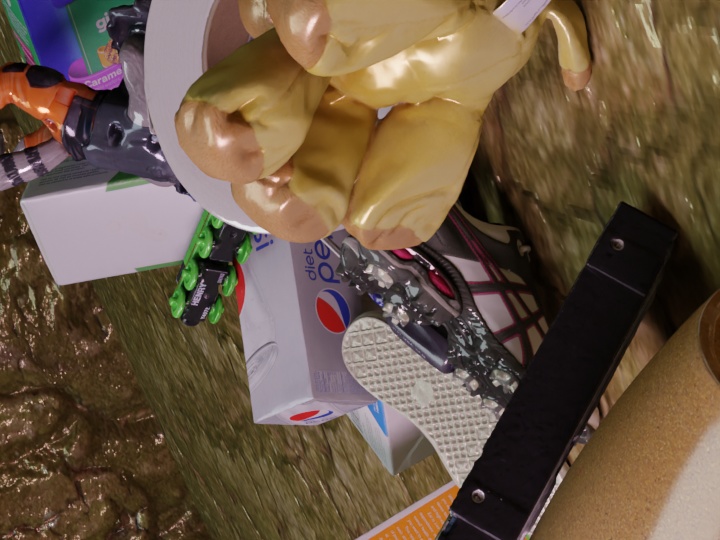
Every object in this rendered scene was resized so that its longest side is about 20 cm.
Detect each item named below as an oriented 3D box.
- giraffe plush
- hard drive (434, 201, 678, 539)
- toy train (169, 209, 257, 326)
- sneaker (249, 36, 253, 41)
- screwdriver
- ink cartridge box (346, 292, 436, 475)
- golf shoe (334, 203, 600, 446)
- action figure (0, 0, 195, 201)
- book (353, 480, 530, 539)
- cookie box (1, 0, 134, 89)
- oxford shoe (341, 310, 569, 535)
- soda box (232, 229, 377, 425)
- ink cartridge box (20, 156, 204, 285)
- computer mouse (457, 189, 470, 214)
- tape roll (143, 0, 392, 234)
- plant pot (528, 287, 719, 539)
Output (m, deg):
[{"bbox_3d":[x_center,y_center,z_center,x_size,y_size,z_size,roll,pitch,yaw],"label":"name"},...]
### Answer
[{"bbox_3d":[-0.004,-0.132,0.733,0.172,0.199,0.163,42,-168,-52],"label":"giraffe plush"},{"bbox_3d":[0.083,0.080,0.757,0.038,0.201,0.140,29,157,9],"label":"hard drive"},{"bbox_3d":[-0.090,-0.043,1.096,0.057,0.041,0.201,-106,34,-43],"label":"toy train"},{"bbox_3d":[-0.103,-0.172,1.002,0.201,0.080,0.076,117,140,-49],"label":"sneaker"},{"bbox_3d":[0.000,0.000,1.061,0.200,0.028,0.029,45,-165,32],"label":"screwdriver"},{"bbox_3d":[-0.005,0.043,1.215,0.200,0.067,0.117,51,160,37],"label":"ink cartridge box"},{"bbox_3d":[0.080,0.023,0.904,0.200,0.088,0.077,44,159,-22],"label":"golf shoe"},{"bbox_3d":[-0.158,-0.076,1.012,0.201,0.191,0.106,71,-158,-56],"label":"action figure"},{"bbox_3d":[0.057,0.225,1.065,0.134,0.199,0.048,54,162,29],"label":"book"},{"bbox_3d":[-0.176,-0.214,1.153,0.075,0.170,0.201,44,157,43],"label":"cookie box"},{"bbox_3d":[0.073,0.096,1.062,0.200,0.076,0.058,41,-158,19],"label":"oxford shoe"},{"bbox_3d":[-0.047,0.005,1.129,0.068,0.063,0.202,-24,68,43],"label":"soda box"},{"bbox_3d":[-0.165,-0.089,1.235,0.201,0.145,0.084,-84,-19,-53],"label":"ink cartridge box"},{"bbox_3d":[0.035,-0.034,1.003,0.140,0.046,0.201,32,158,55],"label":"computer mouse"},{"bbox_3d":[-0.039,-0.120,0.873,0.201,0.037,0.205,1,92,38],"label":"tape roll"},{"bbox_3d":[0.156,0.106,0.627,0.187,0.185,0.201,50,147,37],"label":"plant pot"}]
